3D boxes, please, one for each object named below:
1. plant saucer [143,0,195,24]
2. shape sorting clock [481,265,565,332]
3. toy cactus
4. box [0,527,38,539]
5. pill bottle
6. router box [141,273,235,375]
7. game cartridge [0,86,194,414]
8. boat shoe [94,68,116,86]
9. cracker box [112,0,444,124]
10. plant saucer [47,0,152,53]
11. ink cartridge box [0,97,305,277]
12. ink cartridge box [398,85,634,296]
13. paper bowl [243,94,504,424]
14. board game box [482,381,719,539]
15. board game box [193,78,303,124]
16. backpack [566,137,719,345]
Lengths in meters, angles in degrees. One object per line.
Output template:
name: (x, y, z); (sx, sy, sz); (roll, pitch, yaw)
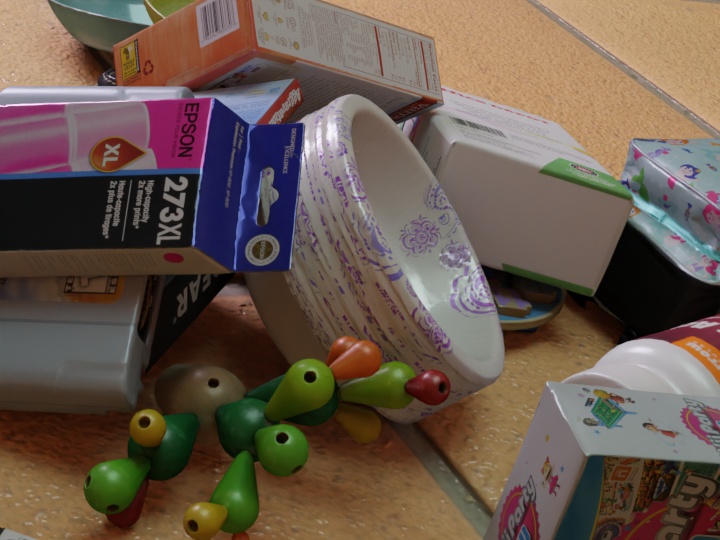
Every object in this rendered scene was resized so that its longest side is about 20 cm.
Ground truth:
plant saucer: (-0.086, -0.189, 1.258); (0.199, 0.031, 0.200); (17, 24, -8)
shape sorting clock: (0.058, -0.010, 1.155); (0.199, 0.039, 0.200); (14, 27, -7)
toy cactus: (-0.063, 0.089, 0.851); (0.199, 0.103, 0.165); (-28, 21, -22)
box: (-0.095, 0.182, 0.693); (0.199, 0.050, 0.075); (20, 26, 4)
pill bottle: (0.208, 0.092, 0.969); (0.199, 0.115, 0.114); (-12, 39, -45)
router box: (-0.158, -0.018, 0.978); (0.148, 0.051, 0.200); (12, 31, 16)
game cartridge: (-0.173, -0.018, 0.875); (0.132, 0.042, 0.201); (3, 63, 8)
boat shoe: (-0.122, -0.152, 1.290); (0.199, 0.061, 0.074); (7, 27, -19)
cracker box: (-0.054, -0.137, 1.085); (0.199, 0.133, 0.058); (9, 68, -49)
plant saucer: (-0.179, -0.212, 1.364); (0.199, 0.036, 0.200); (9, 16, -3)
ink cartridge box: (-0.133, -0.045, 0.844); (0.199, 0.037, 0.095); (0, 63, 9)
ink cartridge box: (0.099, -0.069, 1.169); (0.144, 0.084, 0.200); (16, 17, -15)
paper bowl: (0.000, 0.000, 0.970); (0.201, 0.104, 0.201); (51, 22, -29)
board game box: (0.171, 0.141, 0.822); (0.199, 0.148, 0.064); (6, 31, -20)
board game box: (-0.144, -0.083, 0.978); (0.199, 0.020, 0.103); (-5, 25, 21)
backpack: (0.279, -0.016, 1.190); (0.199, 0.151, 0.178); (4, 28, -34)
